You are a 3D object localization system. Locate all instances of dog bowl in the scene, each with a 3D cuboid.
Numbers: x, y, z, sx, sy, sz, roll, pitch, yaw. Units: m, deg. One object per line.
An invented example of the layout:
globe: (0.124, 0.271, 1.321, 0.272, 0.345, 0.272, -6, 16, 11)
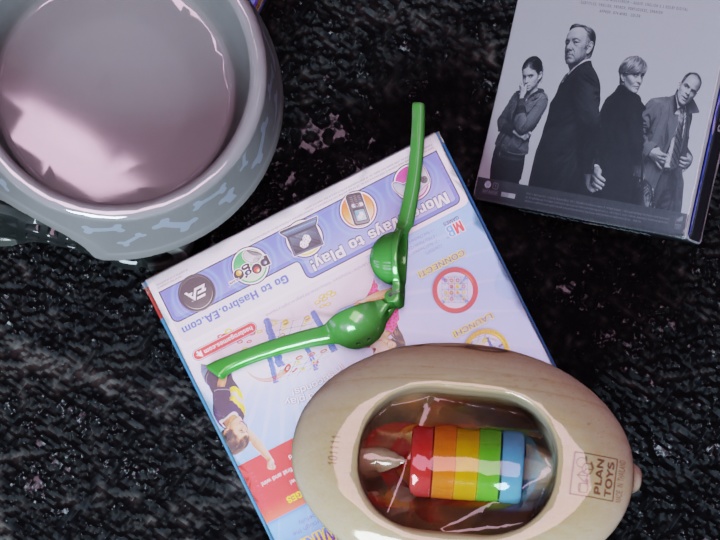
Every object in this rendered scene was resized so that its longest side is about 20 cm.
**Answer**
dog bowl: (-0.142, -0.109, 1.590, 0.199, 0.059, 0.201, 1, 79, -4)

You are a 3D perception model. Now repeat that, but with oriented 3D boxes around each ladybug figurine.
ladybug figurine: (0.060, 0.112, 1.566, 0.199, 0.072, 0.137, 8, 79, 1)

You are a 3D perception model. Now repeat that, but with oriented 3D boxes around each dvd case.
dvd case: (0.154, -0.126, 1.625, 0.150, 0.025, 0.201, 12, 88, 34)

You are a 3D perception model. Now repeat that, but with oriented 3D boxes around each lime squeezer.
lime squeezer: (0.000, 0.000, 1.602, 0.071, 0.038, 0.200, 36, 87, 34)

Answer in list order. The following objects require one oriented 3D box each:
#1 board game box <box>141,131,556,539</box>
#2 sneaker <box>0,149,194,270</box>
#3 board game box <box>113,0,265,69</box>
board game box: (0.002, 0.050, 1.637, 0.199, 0.056, 0.197, -26, 87, -2)
sneaker: (-0.194, -0.055, 1.647, 0.199, 0.075, 0.080, 11, 72, -5)
board game box: (-0.117, -0.197, 1.660, 0.134, 0.045, 0.201, 27, 86, 2)
